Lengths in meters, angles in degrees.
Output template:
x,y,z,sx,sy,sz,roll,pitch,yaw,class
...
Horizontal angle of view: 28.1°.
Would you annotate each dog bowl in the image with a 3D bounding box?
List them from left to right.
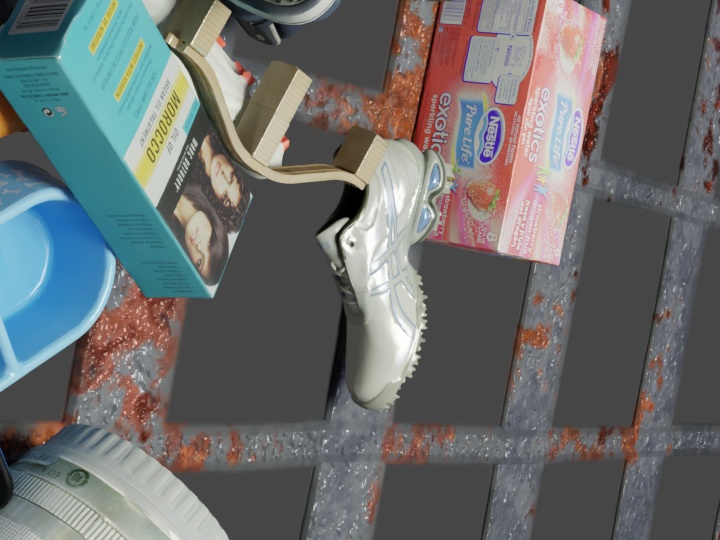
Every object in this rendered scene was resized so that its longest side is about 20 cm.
x,y,z,sx,sy,sz,roll,pitch,yaw,class
-0.216,0.017,0.793,0.200,0.049,0.112,-37,126,-39,dog bowl

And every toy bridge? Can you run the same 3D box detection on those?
x,y,z,sx,sy,sz,roll,pitch,yaw,class
-0.056,-0.094,0.876,0.200,0.027,0.068,34,83,-51,toy bridge

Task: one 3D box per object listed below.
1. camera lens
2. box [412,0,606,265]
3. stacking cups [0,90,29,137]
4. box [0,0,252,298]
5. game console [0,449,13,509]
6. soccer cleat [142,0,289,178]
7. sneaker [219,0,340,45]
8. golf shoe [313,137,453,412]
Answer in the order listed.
x,y,z,sx,sy,sz,roll,pitch,yaw,class
-0.181,0.205,0.795,0.200,0.159,0.161,-48,132,-32,camera lens
0.111,-0.113,1.118,0.094,0.102,0.201,10,90,-51,box
-0.231,-0.081,0.753,0.200,0.060,0.061,-32,123,-49,stacking cups
-0.129,-0.075,0.805,0.200,0.049,0.083,62,36,-47,box
-0.286,0.066,0.666,0.171,0.118,0.201,-39,126,-39,game console
-0.111,-0.118,0.884,0.077,0.069,0.200,-37,139,-3,soccer cleat
-0.046,-0.175,0.842,0.077,0.202,0.146,-46,141,2,sneaker
0.000,0.000,1.052,0.097,0.078,0.202,10,85,-34,golf shoe
